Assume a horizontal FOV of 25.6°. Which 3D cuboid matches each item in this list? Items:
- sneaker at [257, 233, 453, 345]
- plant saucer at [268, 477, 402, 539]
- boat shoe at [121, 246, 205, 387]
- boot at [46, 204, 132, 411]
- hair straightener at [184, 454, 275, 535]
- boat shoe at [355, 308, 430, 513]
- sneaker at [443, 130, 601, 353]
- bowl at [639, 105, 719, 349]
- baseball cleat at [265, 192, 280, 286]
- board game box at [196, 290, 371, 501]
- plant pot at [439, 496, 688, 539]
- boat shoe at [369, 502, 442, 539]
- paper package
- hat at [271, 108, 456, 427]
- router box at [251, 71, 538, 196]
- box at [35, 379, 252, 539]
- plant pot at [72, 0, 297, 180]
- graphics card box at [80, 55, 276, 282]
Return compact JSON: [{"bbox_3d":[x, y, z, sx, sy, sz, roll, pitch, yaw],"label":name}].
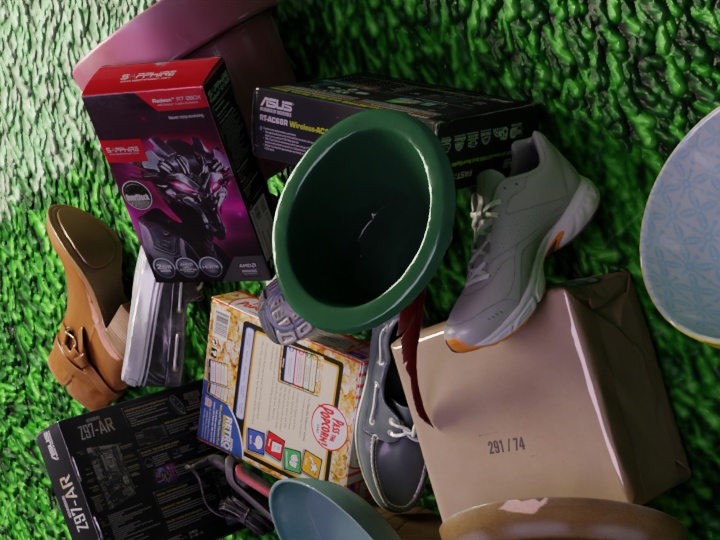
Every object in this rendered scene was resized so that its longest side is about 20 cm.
[{"bbox_3d":[0.000,0.000,1.434,0.199,0.087,0.075,-28,78,21],"label":"sneaker"},{"bbox_3d":[-0.003,0.261,1.428,0.199,0.036,0.201,38,149,28],"label":"plant saucer"},{"bbox_3d":[-0.193,0.021,1.602,0.072,0.070,0.203,175,106,-75],"label":"boat shoe"},{"bbox_3d":[-0.300,0.044,1.696,0.201,0.073,0.155,54,129,20],"label":"boot"},{"bbox_3d":[-0.090,0.247,1.540,0.198,0.041,0.078,29,108,10],"label":"hair straightener"},{"bbox_3d":[0.034,0.125,1.417,0.072,0.062,0.203,2,98,-5],"label":"boat shoe"},{"bbox_3d":[0.108,-0.025,1.249,0.092,0.201,0.075,48,146,-22],"label":"sneaker"},{"bbox_3d":[0.309,-0.021,1.125,0.199,0.107,0.202,-26,50,35],"label":"bowl"},{"bbox_3d":[-0.072,-0.052,1.457,0.107,0.069,0.201,49,143,24],"label":"baseball cleat"},{"bbox_3d":[-0.068,0.123,1.531,0.199,0.046,0.153,21,112,35],"label":"board game box"},{"bbox_3d":[0.161,0.223,1.263,0.199,0.199,0.028,-20,56,40],"label":"plant pot"},{"bbox_3d":[0.063,0.262,1.429,0.199,0.073,0.066,13,113,44],"label":"boat shoe"},{"bbox_3d":[0.146,0.117,1.312,0.199,0.103,0.193,-20,86,42],"label":"paper package"},{"bbox_3d":[0.040,-0.013,1.259,0.200,0.175,0.167,-44,56,21],"label":"hat"},{"bbox_3d":[0.029,-0.118,1.332,0.198,0.149,0.063,15,109,37],"label":"router box"},{"bbox_3d":[-0.208,0.207,1.566,0.043,0.199,0.162,-28,81,39],"label":"box"},{"bbox_3d":[-0.136,-0.157,1.452,0.199,0.200,0.180,-28,96,40],"label":"plant pot"},{"bbox_3d":[-0.149,-0.083,1.368,0.124,0.051,0.202,-1,127,24],"label":"graphics card box"}]
